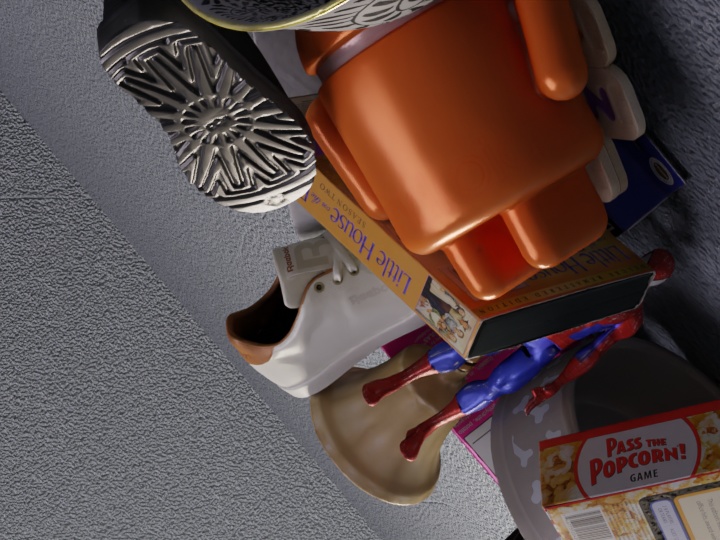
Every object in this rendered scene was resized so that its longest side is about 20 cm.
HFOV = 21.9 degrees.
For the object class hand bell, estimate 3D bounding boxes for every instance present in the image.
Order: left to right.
[{"bbox_3d":[0.068,0.048,1.148,0.104,0.200,0.104,29,-144,-24],"label":"hand bell"}]

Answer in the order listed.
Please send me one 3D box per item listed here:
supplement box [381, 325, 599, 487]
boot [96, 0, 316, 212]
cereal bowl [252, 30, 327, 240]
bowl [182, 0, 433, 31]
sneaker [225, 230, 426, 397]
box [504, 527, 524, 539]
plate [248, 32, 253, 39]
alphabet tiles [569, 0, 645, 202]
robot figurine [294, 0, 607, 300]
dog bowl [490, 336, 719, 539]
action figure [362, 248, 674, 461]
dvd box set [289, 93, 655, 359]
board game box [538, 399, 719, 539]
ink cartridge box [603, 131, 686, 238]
[{"bbox_3d":[0.091,0.046,1.262,0.200,0.103,0.101,50,-157,-2],"label":"supplement box"},{"bbox_3d":[-0.078,-0.151,0.930,0.165,0.065,0.201,55,-159,-52],"label":"boot"},{"bbox_3d":[-0.019,-0.123,1.181,0.200,0.083,0.201,168,90,-89],"label":"cereal bowl"},{"bbox_3d":[0.009,-0.182,0.817,0.094,0.201,0.201,24,-170,-46],"label":"bowl"},{"bbox_3d":[0.000,0.000,1.136,0.085,0.200,0.073,34,-156,-37],"label":"sneaker"},{"bbox_3d":[0.194,0.219,1.264,0.148,0.200,0.125,37,163,48],"label":"box"},{"bbox_3d":[-0.086,-0.172,1.204,0.200,0.032,0.201,-92,-10,-89],"label":"plate"},{"bbox_3d":[0.077,-0.129,0.969,0.195,0.015,0.201,15,133,64],"label":"alphabet tiles"},{"bbox_3d":[0.044,-0.089,0.915,0.201,0.116,0.144,60,167,2],"label":"robot figurine"},{"bbox_3d":[0.175,0.125,1.123,0.200,0.200,0.059,48,126,7],"label":"dog bowl"},{"bbox_3d":[0.096,0.042,1.081,0.066,0.200,0.052,57,-161,-1],"label":"action figure"},{"bbox_3d":[0.046,-0.035,1.026,0.200,0.146,0.030,43,128,30],"label":"dvd box set"},{"bbox_3d":[0.210,0.128,0.962,0.046,0.199,0.152,-88,-23,-44],"label":"board game box"},{"bbox_3d":[0.120,-0.058,1.081,0.095,0.037,0.200,50,166,2],"label":"ink cartridge box"}]
